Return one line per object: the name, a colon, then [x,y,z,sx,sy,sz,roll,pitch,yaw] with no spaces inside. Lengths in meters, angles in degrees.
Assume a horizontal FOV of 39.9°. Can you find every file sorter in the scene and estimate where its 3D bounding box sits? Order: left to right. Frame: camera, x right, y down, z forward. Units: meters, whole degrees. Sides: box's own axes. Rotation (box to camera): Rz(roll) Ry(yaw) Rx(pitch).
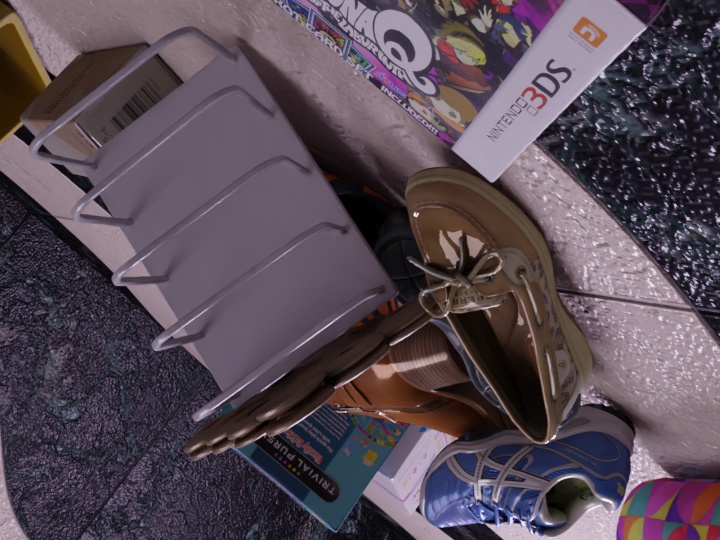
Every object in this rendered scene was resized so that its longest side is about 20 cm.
file sorter: [-0.091,-0.029,0.623,0.202,0.138,0.124,56,-173,4]

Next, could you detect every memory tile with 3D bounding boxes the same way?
memory tile: [-0.039,0.075,0.680,0.017,0.152,0.199,56,148,-3]

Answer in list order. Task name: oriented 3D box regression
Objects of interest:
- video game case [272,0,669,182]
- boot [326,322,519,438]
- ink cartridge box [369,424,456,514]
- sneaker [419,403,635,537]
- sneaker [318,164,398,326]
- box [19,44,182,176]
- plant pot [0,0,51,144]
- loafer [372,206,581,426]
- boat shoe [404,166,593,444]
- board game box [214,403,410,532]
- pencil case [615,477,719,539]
video game case: [0.015,-0.136,0.421,0.199,0.036,0.181,40,164,-1]
boot: [0.054,0.120,0.869,0.153,0.078,0.200,-14,138,33]
ink cartridge box: [0.035,0.168,1.099,0.124,0.129,0.201,32,165,22]
sneaker: [0.125,0.171,0.793,0.198,0.078,0.076,-29,121,33]
sneaker: [0.000,0.000,0.782,0.111,0.078,0.201,26,161,43]
box: [-0.230,-0.140,0.899,0.078,0.095,0.199,47,162,-29]
plant pot: [-0.486,-0.234,1.077,0.200,0.194,0.196,42,166,7]
loafer: [0.089,0.029,0.714,0.200,0.071,0.063,45,-154,-17]
boat shoe: [0.086,0.024,0.619,0.072,0.063,0.201,-10,128,43]
board game box: [-0.025,0.118,0.951,0.150,0.201,0.047,40,166,-6]
pencil case: [0.259,0.199,0.733,0.088,0.089,0.200,37,165,2]
